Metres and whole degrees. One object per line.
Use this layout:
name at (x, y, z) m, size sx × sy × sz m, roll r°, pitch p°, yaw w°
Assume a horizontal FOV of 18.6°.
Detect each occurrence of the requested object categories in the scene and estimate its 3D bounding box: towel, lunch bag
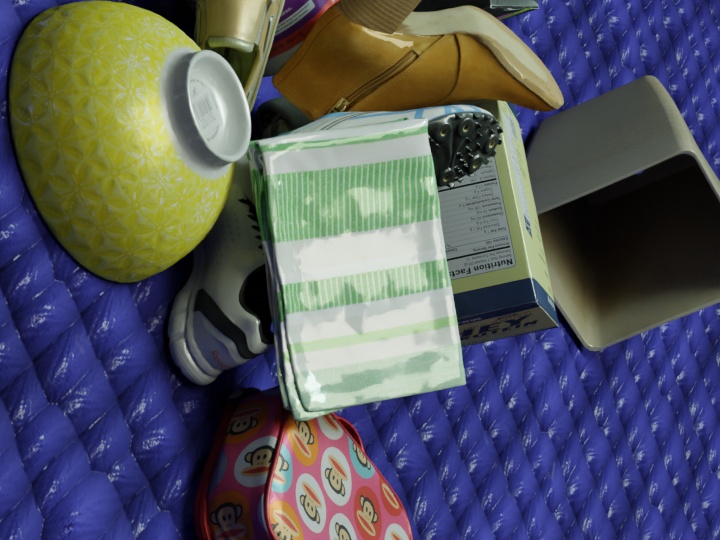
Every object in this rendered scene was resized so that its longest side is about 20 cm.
towel at (-0.001, -0.003, 1.583) m, size 0.152 × 0.023 × 0.201 m, roll -10°, pitch 94°, yaw -28°
lunch bag at (-0.034, 0.179, 1.624) m, size 0.200 × 0.082 × 0.177 m, roll 54°, pitch 34°, yaw -34°

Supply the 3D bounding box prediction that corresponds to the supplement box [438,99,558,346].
supplement box at (0.073, -0.045, 1.818) m, size 0.200 × 0.133 × 0.201 m, roll 33°, pitch 46°, yaw -77°

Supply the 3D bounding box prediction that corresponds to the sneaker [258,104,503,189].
sneaker at (0.012, -0.094, 1.651) m, size 0.073 × 0.199 × 0.072 m, roll -125°, pitch -149°, yaw -45°

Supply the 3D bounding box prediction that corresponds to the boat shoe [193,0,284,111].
boat shoe at (-0.090, -0.183, 1.610) m, size 0.076 × 0.071 × 0.201 m, roll -89°, pitch -176°, yaw -59°

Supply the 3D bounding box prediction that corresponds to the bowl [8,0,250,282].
bowl at (-0.141, -0.100, 1.532) m, size 0.200 × 0.107 × 0.201 m, roll 37°, pitch 45°, yaw -51°

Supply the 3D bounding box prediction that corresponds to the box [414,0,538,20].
box at (0.050, -0.307, 1.943) m, size 0.124 × 0.148 × 0.201 m, roll -12°, pitch 87°, yaw -64°

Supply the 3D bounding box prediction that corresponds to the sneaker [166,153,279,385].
sneaker at (-0.087, -0.011, 1.622) m, size 0.074 × 0.080 × 0.201 m, roll 39°, pitch 42°, yaw -45°

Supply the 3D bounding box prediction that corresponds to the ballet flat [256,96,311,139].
ballet flat at (-0.048, -0.040, 1.745) m, size 0.063 × 0.067 × 0.201 m, roll -4°, pitch 79°, yaw -34°

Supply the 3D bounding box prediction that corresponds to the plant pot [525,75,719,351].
plant pot at (0.269, -0.074, 2.220) m, size 0.200 × 0.199 × 0.178 m, roll 53°, pitch 23°, yaw -37°

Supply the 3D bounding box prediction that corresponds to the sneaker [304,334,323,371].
sneaker at (0.000, 0.000, 1.640) m, size 0.201 × 0.090 × 0.067 m, roll -72°, pitch 148°, yaw -42°

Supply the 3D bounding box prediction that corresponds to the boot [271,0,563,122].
boot at (0.043, -0.141, 1.692) m, size 0.201 × 0.144 × 0.071 m, roll 30°, pitch 26°, yaw -27°

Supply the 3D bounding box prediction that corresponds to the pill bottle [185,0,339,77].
pill bottle at (-0.098, -0.253, 1.678) m, size 0.200 × 0.112 × 0.113 m, roll 58°, pitch 32°, yaw -31°
